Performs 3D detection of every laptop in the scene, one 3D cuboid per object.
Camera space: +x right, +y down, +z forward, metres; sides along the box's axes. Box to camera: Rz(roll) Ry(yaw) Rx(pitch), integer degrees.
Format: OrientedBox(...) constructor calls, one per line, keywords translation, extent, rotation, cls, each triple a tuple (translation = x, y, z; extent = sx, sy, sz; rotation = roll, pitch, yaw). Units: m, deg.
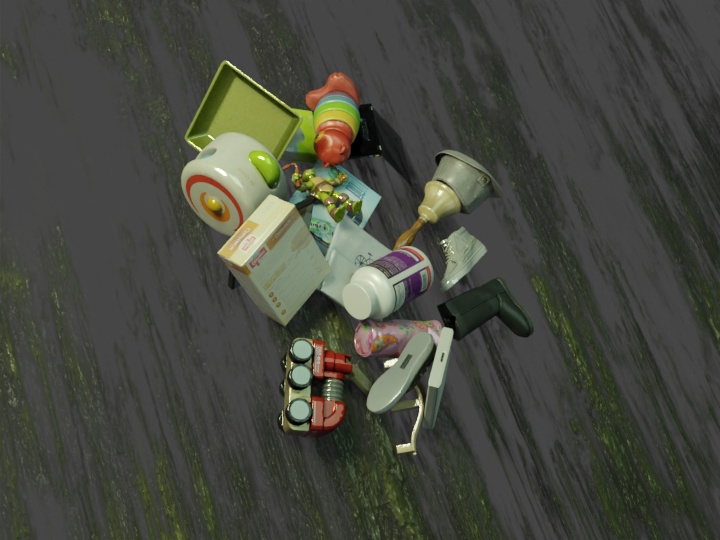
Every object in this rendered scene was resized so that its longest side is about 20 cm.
OrientedBox(translation=(0.012, -0.292, 1.697), extent=(0.199, 0.116, 0.188), rotation=(-7, 50, -3), cls="laptop")

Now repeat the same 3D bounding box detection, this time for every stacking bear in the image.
OrientedBox(translation=(-0.057, -0.315, 1.570), extent=(0.114, 0.121, 0.201), rotation=(34, 42, -33), cls="stacking bear")

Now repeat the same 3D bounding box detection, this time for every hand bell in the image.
OrientedBox(translation=(0.138, -0.108, 1.680), extent=(0.104, 0.104, 0.200), rotation=(44, 66, -4), cls="hand bell")

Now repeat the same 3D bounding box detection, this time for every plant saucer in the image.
OrientedBox(translation=(-0.236, -0.296, 1.475), extent=(0.200, 0.200, 0.048), rotation=(37, 27, 1), cls="plant saucer")

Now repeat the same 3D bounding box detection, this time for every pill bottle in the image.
OrientedBox(translation=(0.055, 0.029, 1.484), extent=(0.200, 0.112, 0.113), rotation=(-27, 82, -43), cls="pill bottle")

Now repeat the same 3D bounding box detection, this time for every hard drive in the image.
OrientedBox(translation=(0.156, 0.222, 1.450), extent=(0.026, 0.200, 0.132), rotation=(12, 56, 10), cls="hard drive")

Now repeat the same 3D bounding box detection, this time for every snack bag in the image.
OrientedBox(translation=(0.000, 0.000, 1.532), extent=(0.188, 0.021, 0.201), rotation=(36, 56, -32), cls="snack bag")

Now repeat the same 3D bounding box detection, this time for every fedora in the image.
OrientedBox(translation=(0.245, -0.202, 1.736), extent=(0.090, 0.177, 0.200), rotation=(-56, 137, -10), cls="fedora")

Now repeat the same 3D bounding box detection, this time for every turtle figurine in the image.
OrientedBox(translation=(-0.083, -0.168, 1.515), extent=(0.161, 0.065, 0.200), rotation=(45, 32, 26), cls="turtle figurine")

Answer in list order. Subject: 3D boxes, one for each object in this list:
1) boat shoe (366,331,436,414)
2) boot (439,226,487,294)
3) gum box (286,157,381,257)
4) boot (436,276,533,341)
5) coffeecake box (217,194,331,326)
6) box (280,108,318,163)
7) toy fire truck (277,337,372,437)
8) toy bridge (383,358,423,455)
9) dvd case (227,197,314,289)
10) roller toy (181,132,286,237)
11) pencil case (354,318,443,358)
OrientedBox(translation=(0.091, 0.215, 1.440), extent=(0.200, 0.069, 0.057), rotation=(-50, 130, -18), cls="boat shoe")
OrientedBox(translation=(0.218, -0.028, 1.688), extent=(0.096, 0.074, 0.200), rotation=(45, 44, 4), cls="boot")
OrientedBox(translation=(-0.066, -0.140, 1.585), extent=(0.170, 0.045, 0.200), rotation=(36, 53, -10), cls="gum box")
OrientedBox(translation=(0.291, 0.114, 1.654), extent=(0.200, 0.066, 0.165), rotation=(-21, 70, -39), cls="boot")
OrientedBox(translation=(-0.158, -0.017, 1.360), extent=(0.073, 0.200, 0.154), rotation=(25, 66, 35), cls="coffeecake box")
OrientedBox(translation=(-0.195, -0.307, 1.591), extent=(0.199, 0.048, 0.122), rotation=(1, 67, -31), cls="box")
OrientedBox(translation=(-0.054, 0.235, 1.379), extent=(0.199, 0.129, 0.177), rotation=(8, 63, -16), cls="toy fire truck")
OrientedBox(translation=(0.095, 0.277, 1.465), extent=(0.067, 0.027, 0.201), rotation=(-13, 67, 9), cls="toy bridge")
OrientedBox(translation=(-0.177, -0.055, 1.423), extent=(0.018, 0.143, 0.200), rotation=(40, 49, 24), cls="dvd case")
OrientedBox(translation=(-0.252, -0.161, 1.405), extent=(0.182, 0.200, 0.140), rotation=(27, 54, 15), cls="roller toy")
OrientedBox(translation=(0.087, 0.143, 1.515), extent=(0.199, 0.087, 0.088), rotation=(3, 66, -29), cls="pencil case")
